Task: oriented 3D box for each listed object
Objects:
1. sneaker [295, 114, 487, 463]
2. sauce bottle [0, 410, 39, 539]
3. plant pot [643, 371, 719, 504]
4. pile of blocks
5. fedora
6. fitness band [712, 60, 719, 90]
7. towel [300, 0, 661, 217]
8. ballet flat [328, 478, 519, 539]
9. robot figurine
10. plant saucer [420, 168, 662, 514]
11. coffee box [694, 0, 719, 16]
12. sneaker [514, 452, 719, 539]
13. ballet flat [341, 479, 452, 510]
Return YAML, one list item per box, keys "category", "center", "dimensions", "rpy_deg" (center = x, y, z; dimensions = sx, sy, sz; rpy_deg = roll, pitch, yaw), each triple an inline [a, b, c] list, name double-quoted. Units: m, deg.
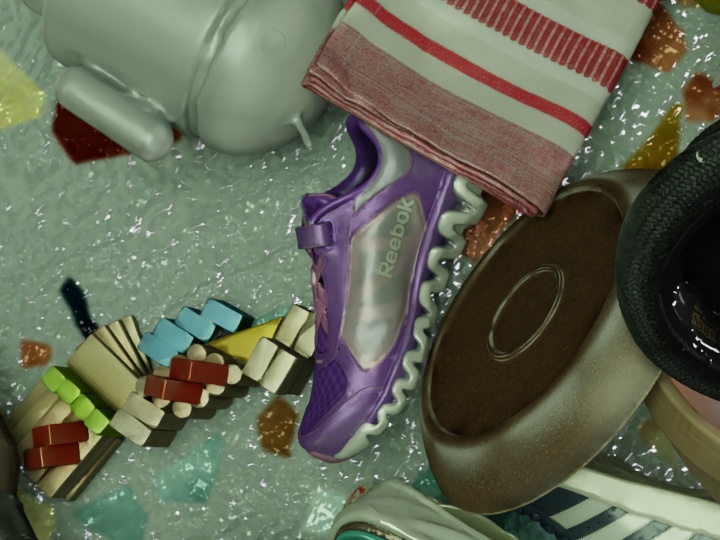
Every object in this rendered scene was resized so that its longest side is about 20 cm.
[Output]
- category: "sneaker"
  center: [0.000, 0.000, 1.352]
  dimensions: [0.088, 0.080, 0.200]
  rpy_deg: [22, 86, -19]
- category: "sauce bottle"
  center: [-0.225, 0.087, 1.399]
  dimensions: [0.065, 0.065, 0.200]
  rpy_deg: [-34, 62, 9]
- category: "plant pot"
  center: [0.230, 0.073, 1.274]
  dimensions: [0.201, 0.201, 0.093]
  rpy_deg: [19, 130, 15]
- category: "pile of blocks"
  center: [-0.113, 0.057, 1.398]
  dimensions: [0.200, 0.062, 0.082]
  rpy_deg: [-25, 80, 11]
- category: "fedora"
  center: [0.212, -0.025, 1.173]
  dimensions: [0.200, 0.201, 0.092]
  rpy_deg: [-19, 38, 12]
- category: "fitness band"
  center: [0.251, -0.090, 1.248]
  dimensions: [0.143, 0.200, 0.038]
  rpy_deg: [15, 89, -5]
- category: "towel"
  center: [0.077, -0.144, 1.342]
  dimensions: [0.144, 0.023, 0.200]
  rpy_deg: [29, 73, 1]
- category: "ballet flat"
  center: [0.081, 0.162, 1.291]
  dimensions: [0.200, 0.069, 0.070]
  rpy_deg: [29, 93, 6]
- category: "robot figurine"
  center: [-0.090, -0.135, 1.381]
  dimensions: [0.200, 0.113, 0.170]
  rpy_deg: [30, 70, 15]
- category: "plant saucer"
  center: [0.092, 0.027, 1.290]
  dimensions: [0.032, 0.200, 0.200]
  rpy_deg: [34, 95, -22]
- category: "coffee box"
  center: [0.272, -0.205, 1.251]
  dimensions: [0.199, 0.200, 0.198]
  rpy_deg: [18, 91, 15]
- category: "sneaker"
  center: [0.131, 0.143, 1.326]
  dimensions: [0.200, 0.075, 0.085]
  rpy_deg: [16, 96, 19]
- category: "ballet flat"
  center: [0.064, 0.181, 1.338]
  dimensions: [0.200, 0.064, 0.076]
  rpy_deg: [35, 116, 15]
